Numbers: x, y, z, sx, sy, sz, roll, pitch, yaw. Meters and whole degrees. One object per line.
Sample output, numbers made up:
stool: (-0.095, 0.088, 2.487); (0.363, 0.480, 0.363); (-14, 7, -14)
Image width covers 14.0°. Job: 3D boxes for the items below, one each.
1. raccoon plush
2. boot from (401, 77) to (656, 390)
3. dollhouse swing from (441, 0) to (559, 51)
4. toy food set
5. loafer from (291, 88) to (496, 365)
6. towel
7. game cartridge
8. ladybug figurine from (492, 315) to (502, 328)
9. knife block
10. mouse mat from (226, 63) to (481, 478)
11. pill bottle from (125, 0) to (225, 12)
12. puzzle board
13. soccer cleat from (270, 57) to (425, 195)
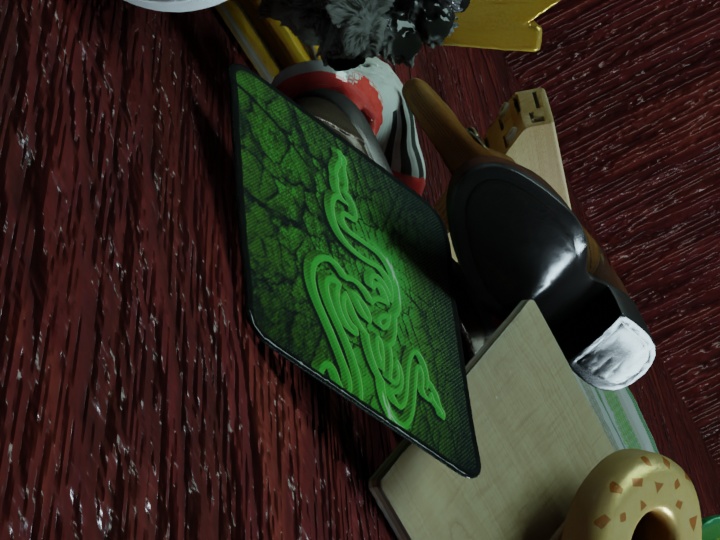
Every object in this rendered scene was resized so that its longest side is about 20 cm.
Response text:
raccoon plush: (-0.012, -0.197, 1.563); (0.134, 0.097, 0.201); (35, -40, 54)
boot: (0.074, -0.049, 1.596); (0.188, 0.068, 0.200); (36, 17, -42)
dollhouse swing: (0.035, -0.258, 1.743); (0.176, 0.181, 0.201); (-95, -170, -65)
toy food set: (0.151, 0.207, 1.520); (0.198, 0.049, 0.200); (41, 58, -35)
loafer: (0.000, 0.000, 1.539); (0.200, 0.073, 0.071); (57, 28, 8)
towel: (0.133, 0.093, 1.680); (0.150, 0.031, 0.200); (65, 13, 5)
game cartridge: (-0.072, -0.193, 1.757); (0.176, 0.032, 0.200); (56, 12, -44)
ladybug figurine: (0.064, 0.078, 1.637); (0.200, 0.072, 0.136); (64, 8, 2)
knife block: (0.122, 0.008, 1.888); (0.175, 0.200, 0.064); (30, 19, -16)
mouse mat: (-0.004, -0.002, 1.443); (0.161, 0.008, 0.200); (35, 32, -32)
pill bottle: (-0.085, -0.183, 1.372); (0.111, 0.111, 0.200); (62, 8, -14)
puzzle board: (0.088, 0.139, 1.508); (0.151, 0.017, 0.200); (-48, 119, -37)
soccer cleat: (-0.008, -0.091, 1.666); (0.200, 0.068, 0.085); (45, 40, -65)
